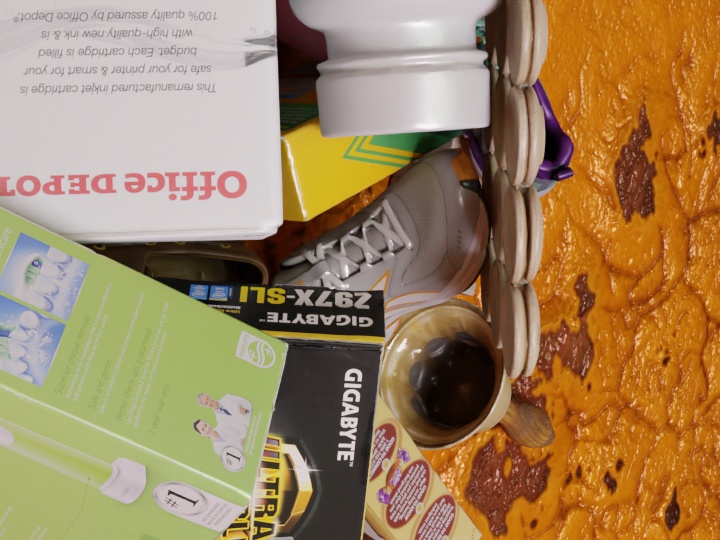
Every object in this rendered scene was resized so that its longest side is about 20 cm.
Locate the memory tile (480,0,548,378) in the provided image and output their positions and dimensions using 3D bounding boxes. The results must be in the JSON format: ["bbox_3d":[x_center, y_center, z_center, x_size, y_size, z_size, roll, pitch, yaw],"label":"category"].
[{"bbox_3d":[0.082,-0.056,0.712,0.016,0.153,0.203,-1,103,-2],"label":"memory tile"}]

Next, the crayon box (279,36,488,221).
[{"bbox_3d":[-0.030,-0.081,0.770,0.199,0.125,0.052,-30,115,-37],"label":"crayon box"}]

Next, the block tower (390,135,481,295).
[{"bbox_3d":[0.062,-0.088,0.909,0.057,0.054,0.203,14,85,-43],"label":"block tower"}]

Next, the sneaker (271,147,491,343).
[{"bbox_3d":[0.000,0.000,0.779,0.091,0.200,0.077,-6,62,-35],"label":"sneaker"}]

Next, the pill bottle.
[{"bbox_3d":[0.017,-0.171,0.660,0.113,0.113,0.204,-10,98,-42],"label":"pill bottle"}]

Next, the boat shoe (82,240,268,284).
[{"bbox_3d":[-0.136,0.015,0.719,0.198,0.067,0.073,-17,107,-41],"label":"boat shoe"}]

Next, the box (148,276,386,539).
[{"bbox_3d":[-0.072,0.098,0.697,0.050,0.157,0.202,-89,-176,-55],"label":"box"}]

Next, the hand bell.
[{"bbox_3d":[0.101,0.100,0.962,0.199,0.103,0.106,32,73,-53],"label":"hand bell"}]

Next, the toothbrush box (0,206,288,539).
[{"bbox_3d":[-0.153,0.059,0.570,0.198,0.146,0.087,25,46,-15],"label":"toothbrush box"}]

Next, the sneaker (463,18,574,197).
[{"bbox_3d":[0.077,-0.140,0.832,0.074,0.087,0.201,-34,93,-11],"label":"sneaker"}]

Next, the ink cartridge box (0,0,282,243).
[{"bbox_3d":[-0.113,-0.113,0.611,0.143,0.084,0.204,-1,88,-9],"label":"ink cartridge box"}]

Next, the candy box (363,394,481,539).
[{"bbox_3d":[-0.020,0.115,0.811,0.057,0.116,0.201,-54,127,-24],"label":"candy box"}]

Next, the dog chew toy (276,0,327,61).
[{"bbox_3d":[-0.038,-0.218,0.755,0.200,0.124,0.125,48,63,-28],"label":"dog chew toy"}]
